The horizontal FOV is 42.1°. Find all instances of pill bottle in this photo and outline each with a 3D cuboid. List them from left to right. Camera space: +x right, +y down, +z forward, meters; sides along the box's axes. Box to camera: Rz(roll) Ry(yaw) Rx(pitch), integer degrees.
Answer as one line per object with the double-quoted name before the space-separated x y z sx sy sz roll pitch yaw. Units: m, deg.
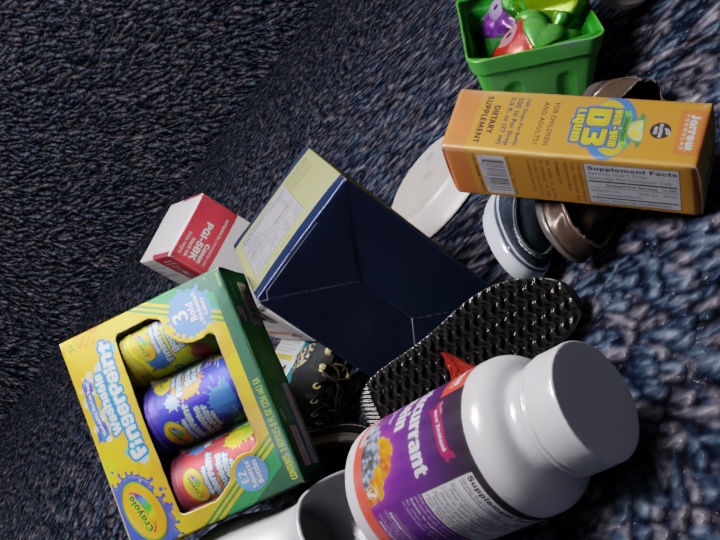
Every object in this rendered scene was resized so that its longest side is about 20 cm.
"pill bottle" 0.089 0.126 0.653 0.200 0.111 0.112 -37 27 41

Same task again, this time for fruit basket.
"fruit basket" 0.177 -0.275 0.963 0.155 0.216 0.216 -10 33 8

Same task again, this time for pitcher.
"pitcher" -0.089 0.262 0.785 0.200 0.121 0.171 -40 -17 28

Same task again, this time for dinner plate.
"dinner plate" 0.090 -0.112 1.160 0.200 0.024 0.200 -46 21 23

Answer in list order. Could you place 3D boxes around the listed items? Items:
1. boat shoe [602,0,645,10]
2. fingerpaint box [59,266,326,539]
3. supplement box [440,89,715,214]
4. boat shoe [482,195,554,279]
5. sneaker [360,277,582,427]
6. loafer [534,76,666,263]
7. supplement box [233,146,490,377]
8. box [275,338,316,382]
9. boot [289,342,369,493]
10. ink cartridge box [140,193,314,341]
"boat shoe" 0.296 -0.348 1.017 0.200 0.075 0.093 -59 7 -18
"fingerpaint box" -0.149 0.123 0.828 0.166 0.201 0.073 -25 -11 10
"supplement box" 0.169 -0.095 0.733 0.199 0.069 0.067 9 62 24
"boat shoe" 0.169 -0.080 0.851 0.091 0.071 0.201 -44 20 39
"sneaker" 0.094 0.070 0.789 0.200 0.070 0.093 -35 -11 9
"loafer" 0.206 -0.097 0.794 0.071 0.073 0.200 -25 36 54
"supplement box" 0.000 0.000 0.924 0.134 0.200 0.200 -53 20 4
"box" -0.081 0.129 1.128 0.200 0.049 0.082 -60 21 -14
"boot" -0.035 0.139 0.959 0.203 0.073 0.154 -34 34 53
"ink cartridge box" -0.138 0.002 1.093 0.083 0.200 0.147 -63 21 -14
